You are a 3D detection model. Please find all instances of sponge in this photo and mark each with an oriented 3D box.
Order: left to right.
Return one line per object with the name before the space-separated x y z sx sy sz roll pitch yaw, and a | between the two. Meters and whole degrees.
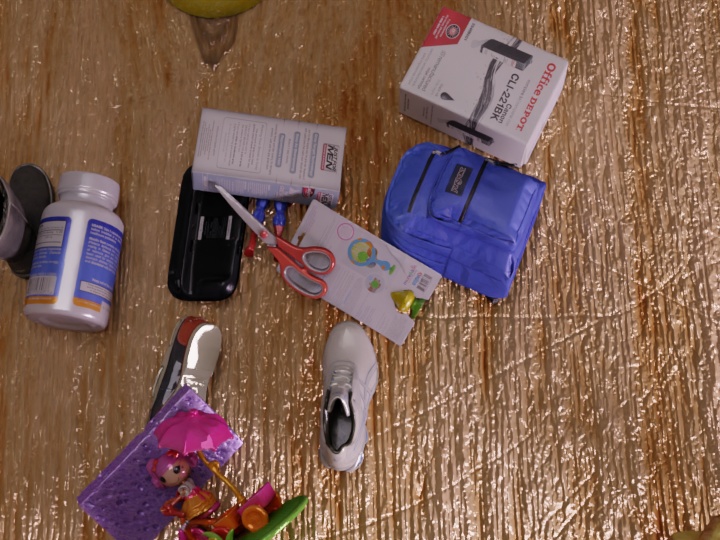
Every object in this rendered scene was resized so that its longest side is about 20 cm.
sponge | -0.254 0.255 1.376 0.200 0.030 0.112 -46 118 -11

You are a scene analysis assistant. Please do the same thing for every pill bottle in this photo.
pill bottle | -0.381 -0.026 1.452 0.111 0.112 0.202 5 73 3

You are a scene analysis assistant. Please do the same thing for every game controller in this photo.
game controller | -0.208 -0.056 1.487 0.103 0.042 0.202 3 74 11

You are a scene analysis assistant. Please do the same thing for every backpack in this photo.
backpack | 0.131 -0.085 1.426 0.199 0.168 0.163 21 64 10

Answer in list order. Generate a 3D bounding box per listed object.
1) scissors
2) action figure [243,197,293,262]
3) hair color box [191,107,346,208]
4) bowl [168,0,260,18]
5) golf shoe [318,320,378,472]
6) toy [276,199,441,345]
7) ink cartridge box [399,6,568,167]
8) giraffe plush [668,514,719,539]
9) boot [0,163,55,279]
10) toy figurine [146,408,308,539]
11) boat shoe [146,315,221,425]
scissors | -0.123 -0.035 1.436 0.199 0.014 0.073 31 110 -3
action figure | -0.122 -0.112 1.502 0.065 0.052 0.202 8 71 -1
hair color box | -0.123 -0.152 1.461 0.198 0.061 0.100 7 69 -4
bowl | -0.218 -0.485 1.583 0.198 0.108 0.202 0 74 2
golf shoe | -0.017 0.156 1.396 0.078 0.097 0.202 0 72 4
toy | 0.000 0.000 1.456 0.199 0.047 0.116 32 108 6
ink cartridge box | 0.173 -0.258 1.515 0.199 0.084 0.145 26 75 8
giraffe plush | 0.497 0.323 1.308 0.173 0.199 0.162 52 53 -16
boot | -0.465 -0.088 1.426 0.072 0.200 0.183 -9 73 2
toy figurine | -0.195 0.265 1.331 0.199 0.150 0.185 -35 90 17
boat shoe | -0.243 0.157 1.420 0.062 0.071 0.201 17 87 44
